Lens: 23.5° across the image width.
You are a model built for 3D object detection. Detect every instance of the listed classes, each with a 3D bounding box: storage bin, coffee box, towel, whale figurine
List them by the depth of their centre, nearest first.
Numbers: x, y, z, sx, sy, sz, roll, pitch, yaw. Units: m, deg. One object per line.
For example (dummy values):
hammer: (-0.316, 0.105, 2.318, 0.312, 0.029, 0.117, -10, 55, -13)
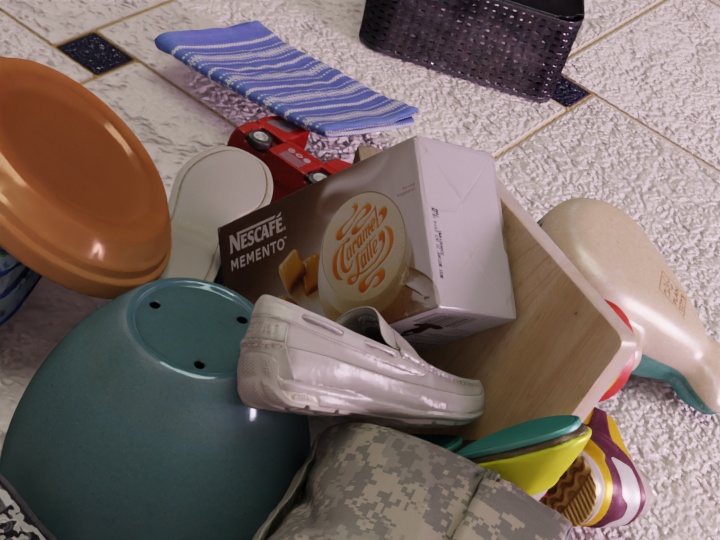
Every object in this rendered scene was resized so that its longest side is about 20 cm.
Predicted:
coffee box: (0.000, 0.000, 1.158, 0.079, 0.199, 0.116, 9, 69, -43)
whale figurine: (0.200, 0.039, 1.350, 0.200, 0.104, 0.160, 41, 32, -13)
towel: (-0.063, -0.167, 1.489, 0.199, 0.024, 0.144, 30, 25, 28)
storage bin: (0.109, -0.259, 1.678, 0.198, 0.094, 0.136, 17, 36, -6)

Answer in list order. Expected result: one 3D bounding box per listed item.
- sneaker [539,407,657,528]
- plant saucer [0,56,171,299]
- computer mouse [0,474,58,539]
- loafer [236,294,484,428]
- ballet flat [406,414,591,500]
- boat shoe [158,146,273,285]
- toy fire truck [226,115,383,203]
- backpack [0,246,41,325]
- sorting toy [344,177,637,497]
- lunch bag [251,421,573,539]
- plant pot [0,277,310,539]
sneaker: (0.127, 0.109, 1.234, 0.090, 0.075, 0.200, 9, 34, -43)
plant saucer: (-0.200, -0.071, 1.155, 0.200, 0.037, 0.201, 38, 26, -23)
computer mouse: (-0.209, 0.186, 0.977, 0.138, 0.053, 0.200, -31, 66, -37)
loafer: (0.007, 0.058, 1.057, 0.069, 0.071, 0.199, -3, -11, 40)
ballet flat: (0.071, 0.132, 1.087, 0.067, 0.199, 0.068, -23, 98, -45)
boat shoe: (-0.116, -0.020, 1.281, 0.074, 0.062, 0.201, 20, 38, -4)
toy fire truck: (0.003, -0.069, 1.414, 0.199, 0.049, 0.141, 35, 36, 23)
backpack: (-0.278, -0.031, 1.164, 0.163, 0.154, 0.201, 36, 46, -12)
sorting toy: (0.086, 0.061, 1.169, 0.069, 0.201, 0.199, 9, 33, -44)
lunch bag: (0.010, 0.191, 0.990, 0.167, 0.140, 0.200, 31, 42, 5)
plant pot: (-0.115, 0.085, 1.080, 0.198, 0.136, 0.201, 13, 36, -10)
